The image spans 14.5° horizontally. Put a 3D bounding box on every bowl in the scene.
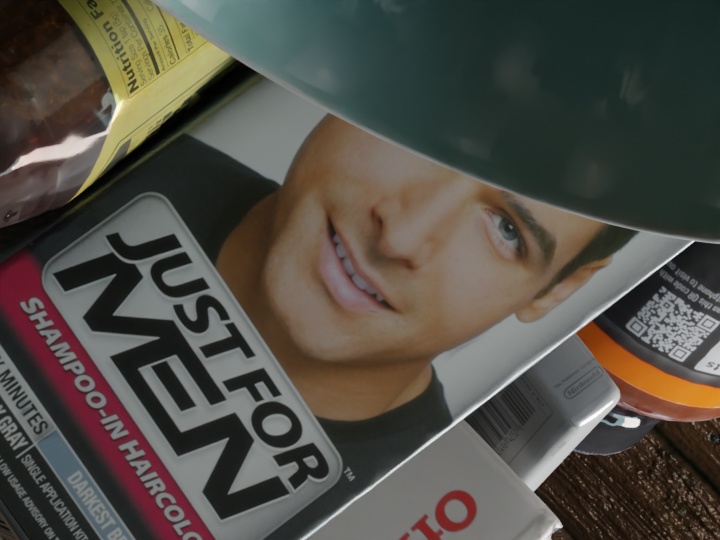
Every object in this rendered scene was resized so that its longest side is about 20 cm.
[{"bbox_3d":[0.028,-0.099,0.572,0.105,0.200,0.201,-63,178,-14],"label":"bowl"}]

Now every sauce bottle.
[{"bbox_3d":[-0.076,-0.051,0.667,0.200,0.066,0.066,-39,172,-28],"label":"sauce bottle"}]

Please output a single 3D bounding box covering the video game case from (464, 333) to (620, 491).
[{"bbox_3d":[0.000,0.000,0.923,0.023,0.182,0.200,-35,171,-17],"label":"video game case"}]

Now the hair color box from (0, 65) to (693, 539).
[{"bbox_3d":[-0.013,-0.002,0.706,0.200,0.099,0.061,-37,-170,-14],"label":"hair color box"}]

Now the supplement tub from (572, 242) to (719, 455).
[{"bbox_3d":[0.113,-0.025,0.877,0.107,0.107,0.200,-37,170,-47],"label":"supplement tub"}]

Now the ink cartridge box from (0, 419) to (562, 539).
[{"bbox_3d":[-0.058,0.062,0.876,0.146,0.200,0.085,-42,173,-14],"label":"ink cartridge box"}]
